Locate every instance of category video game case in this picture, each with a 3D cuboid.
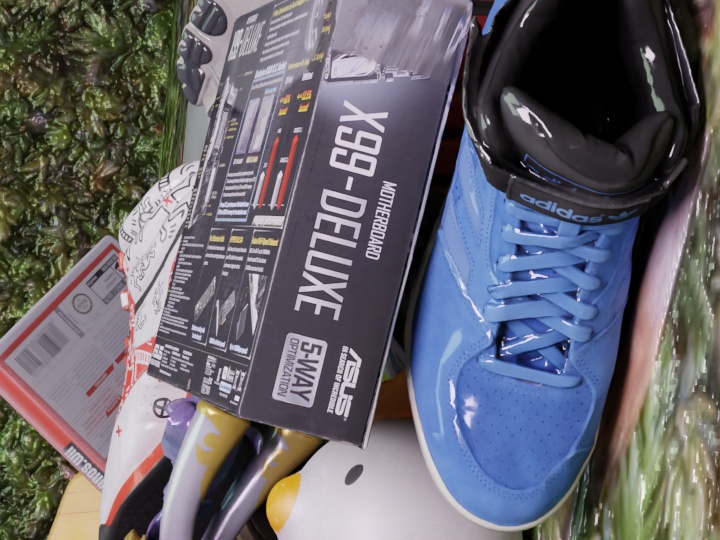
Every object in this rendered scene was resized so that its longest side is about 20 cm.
[{"bbox_3d":[-0.098,0.084,1.132,0.017,0.200,0.143,-42,5,33],"label":"video game case"}]

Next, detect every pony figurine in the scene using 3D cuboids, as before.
[{"bbox_3d":[-0.076,0.160,0.940,0.167,0.192,0.201,-92,27,-84],"label":"pony figurine"}]

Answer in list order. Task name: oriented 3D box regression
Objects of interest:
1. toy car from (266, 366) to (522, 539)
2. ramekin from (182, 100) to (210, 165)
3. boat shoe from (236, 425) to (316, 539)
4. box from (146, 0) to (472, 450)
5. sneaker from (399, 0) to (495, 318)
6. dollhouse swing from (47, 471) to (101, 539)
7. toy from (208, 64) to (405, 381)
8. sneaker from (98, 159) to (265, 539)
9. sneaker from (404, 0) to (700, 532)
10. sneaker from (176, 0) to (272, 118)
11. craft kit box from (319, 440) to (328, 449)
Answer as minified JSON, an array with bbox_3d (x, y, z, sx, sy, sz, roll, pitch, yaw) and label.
[{"bbox_3d":[-0.009,0.122,0.808,0.184,0.176,0.202,-18,54,68],"label":"toy car"},{"bbox_3d":[-0.062,-0.084,1.391,0.202,0.093,0.204,-175,90,-81],"label":"ramekin"},{"bbox_3d":[-0.071,0.065,1.108,0.068,0.072,0.201,-23,51,26],"label":"boat shoe"},{"bbox_3d":[-0.026,-0.024,0.803,0.200,0.049,0.159,-177,102,-75],"label":"box"},{"bbox_3d":[0.040,-0.077,0.861,0.098,0.070,0.202,-144,58,-76],"label":"sneaker"},{"bbox_3d":[-0.125,0.126,1.379,0.200,0.180,0.177,88,177,-74],"label":"dollhouse swing"},{"bbox_3d":[0.000,0.000,0.953,0.115,0.047,0.201,77,166,-54],"label":"toy"},{"bbox_3d":[-0.087,0.045,1.018,0.108,0.067,0.202,63,141,45],"label":"sneaker"},{"bbox_3d":[0.060,-0.012,0.694,0.111,0.076,0.202,114,168,-88],"label":"sneaker"},{"bbox_3d":[-0.023,-0.160,1.000,0.200,0.077,0.080,-52,2,28],"label":"sneaker"},{"bbox_3d":[-0.021,-0.019,1.135,0.200,0.048,0.199,-115,20,-71],"label":"craft kit box"}]
